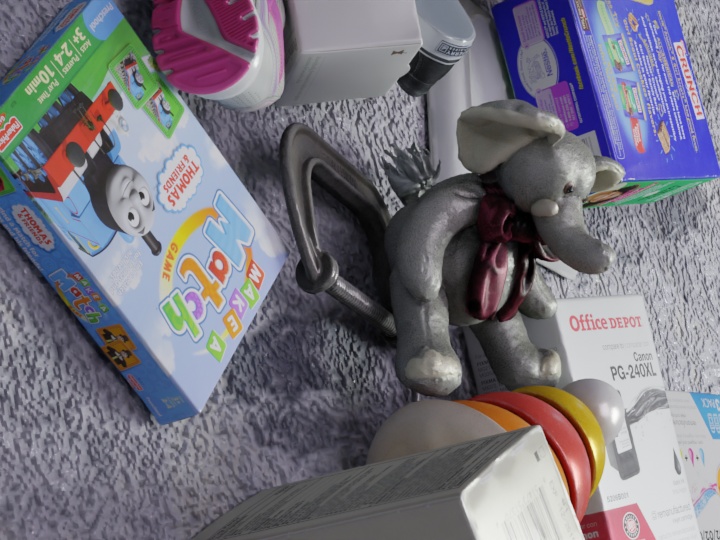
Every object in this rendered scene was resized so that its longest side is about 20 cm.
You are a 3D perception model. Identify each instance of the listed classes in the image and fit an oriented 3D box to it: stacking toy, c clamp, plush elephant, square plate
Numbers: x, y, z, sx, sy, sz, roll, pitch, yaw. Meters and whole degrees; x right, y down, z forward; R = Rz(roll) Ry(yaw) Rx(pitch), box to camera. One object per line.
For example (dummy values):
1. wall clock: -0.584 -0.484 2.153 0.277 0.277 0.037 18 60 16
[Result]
1. stacking toy: 0.113 0.124 1.130 0.200 0.146 0.147 -25 95 -45
2. c clamp: 0.000 0.000 1.133 0.200 0.027 0.172 43 38 -53
3. plush elephant: 0.102 -0.028 1.146 0.164 0.155 0.201 14 52 -49
4. square plate: 0.119 -0.113 1.375 0.198 0.028 0.201 25 56 -46

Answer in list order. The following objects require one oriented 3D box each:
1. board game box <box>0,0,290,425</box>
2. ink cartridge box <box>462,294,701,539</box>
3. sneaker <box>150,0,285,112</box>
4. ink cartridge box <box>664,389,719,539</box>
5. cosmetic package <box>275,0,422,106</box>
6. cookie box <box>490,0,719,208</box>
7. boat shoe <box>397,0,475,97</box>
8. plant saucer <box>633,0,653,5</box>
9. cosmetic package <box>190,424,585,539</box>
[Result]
1. board game box: -0.130 -0.037 0.986 0.200 0.036 0.152 56 37 -24
2. ink cartridge box: 0.165 0.121 1.283 0.145 0.083 0.201 -1 76 -54
3. sneaker: -0.094 -0.178 1.071 0.088 0.081 0.201 52 26 -62
4. ink cartridge box: 0.255 0.201 1.387 0.115 0.068 0.201 8 69 -53
5. cosmetic package: -0.024 -0.219 1.134 0.084 0.108 0.201 -6 76 -14
6. cookie box: 0.203 -0.142 1.414 0.200 0.075 0.172 -5 79 -55
7. boat shoe: 0.016 -0.207 1.237 0.073 0.068 0.200 2 49 -43
8. plant saucer: 0.115 -0.273 1.303 0.200 0.049 0.200 35 19 26
9. cosmetic package: 0.010 0.158 0.950 0.103 0.199 0.088 -31 101 -53
